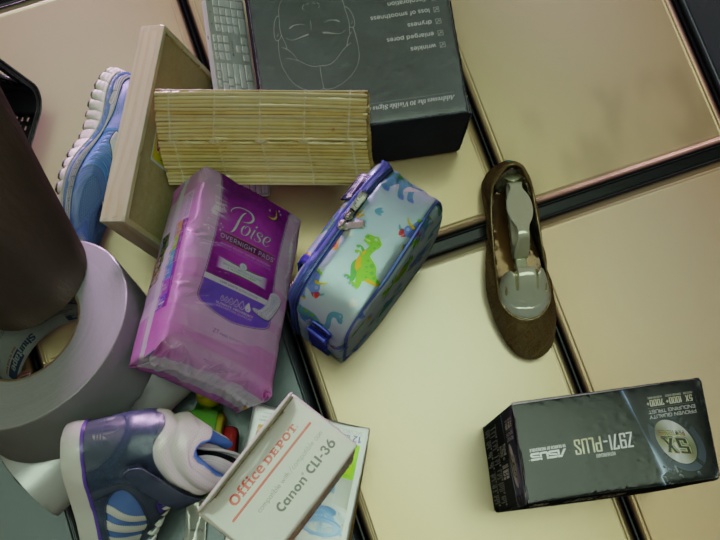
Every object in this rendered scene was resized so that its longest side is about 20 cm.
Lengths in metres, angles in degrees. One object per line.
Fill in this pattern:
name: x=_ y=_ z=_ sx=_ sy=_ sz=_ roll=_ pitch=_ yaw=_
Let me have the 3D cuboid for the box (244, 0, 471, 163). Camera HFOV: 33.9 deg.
box: x=-0.007 y=-0.214 z=1.172 sx=0.199 sy=0.124 sz=0.198 roll=-8 pitch=76 yaw=-2

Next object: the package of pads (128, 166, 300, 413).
package of pads: x=-0.126 y=0.018 z=1.072 sx=0.120 sy=0.076 sz=0.201 roll=29 pitch=52 yaw=-28

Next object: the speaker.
speaker: x=-0.237 y=0.133 z=1.107 sx=0.200 sy=0.081 sz=0.081 roll=-44 pitch=82 yaw=-11

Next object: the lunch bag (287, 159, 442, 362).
lunch bag: x=0.000 y=0.000 z=1.083 sx=0.082 sy=0.200 sz=0.161 roll=34 pitch=79 yaw=7

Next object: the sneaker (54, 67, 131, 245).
sneaker: x=-0.238 y=-0.101 z=1.164 sx=0.089 sy=0.079 sz=0.201 roll=15 pitch=77 yaw=4

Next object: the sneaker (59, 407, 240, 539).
sneaker: x=-0.171 y=0.198 z=1.037 sx=0.146 sy=0.201 sz=0.081 roll=-4 pitch=43 yaw=2

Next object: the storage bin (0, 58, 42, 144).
storage bin: x=-0.398 y=-0.108 z=1.119 sx=0.093 sy=0.135 sz=0.201 roll=8 pitch=76 yaw=22

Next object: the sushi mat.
sushi mat: x=-0.088 y=-0.121 z=1.084 sx=0.199 sy=0.096 sz=0.012 roll=1 pitch=34 yaw=5

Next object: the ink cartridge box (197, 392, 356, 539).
ink cartridge box: x=-0.062 y=0.169 z=0.937 sx=0.067 sy=0.200 sz=0.117 roll=36 pitch=79 yaw=8

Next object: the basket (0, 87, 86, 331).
basket: x=-0.331 y=-0.046 z=1.009 sx=0.136 sy=0.200 sz=0.181 roll=22 pitch=65 yaw=32

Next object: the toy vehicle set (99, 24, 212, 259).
toy vehicle set: x=-0.187 y=-0.118 z=1.137 sx=0.026 sy=0.124 sz=0.201 roll=1 pitch=71 yaw=22

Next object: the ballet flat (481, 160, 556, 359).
ballet flat: x=0.156 y=-0.016 z=1.157 sx=0.067 sy=0.072 sz=0.201 roll=-3 pitch=77 yaw=-2

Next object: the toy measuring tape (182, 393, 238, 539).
toy measuring tape: x=-0.152 y=0.202 z=1.099 sx=0.073 sy=0.074 sz=0.201 roll=5 pitch=76 yaw=0

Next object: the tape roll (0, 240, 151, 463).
tape roll: x=-0.286 y=0.071 z=1.080 sx=0.199 sy=0.066 sz=0.201 roll=-13 pitch=52 yaw=17

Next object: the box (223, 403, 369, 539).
box: x=-0.063 y=0.235 z=1.077 sx=0.112 sy=0.101 sz=0.201 roll=12 pitch=77 yaw=2

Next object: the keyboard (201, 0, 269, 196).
keyboard: x=-0.123 y=-0.172 z=1.174 sx=0.056 sy=0.011 sz=0.201 roll=-7 pitch=89 yaw=-47

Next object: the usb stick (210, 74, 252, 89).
usb stick: x=-0.137 y=-0.102 z=1.181 sx=0.032 sy=0.055 sz=0.201 roll=-5 pitch=74 yaw=35

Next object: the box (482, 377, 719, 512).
box: x=0.205 y=0.160 z=1.051 sx=0.163 sy=0.200 sz=0.087 roll=-7 pitch=77 yaw=-3
